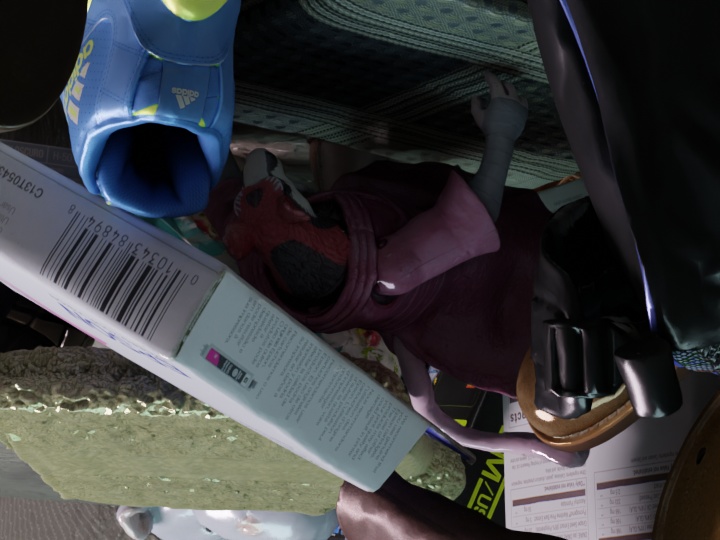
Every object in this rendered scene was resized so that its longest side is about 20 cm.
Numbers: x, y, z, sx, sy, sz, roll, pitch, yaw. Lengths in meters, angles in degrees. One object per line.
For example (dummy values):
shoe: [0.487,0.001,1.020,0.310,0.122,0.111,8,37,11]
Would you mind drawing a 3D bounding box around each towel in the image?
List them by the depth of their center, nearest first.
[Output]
towel: [0.038,-0.079,1.060,0.199,0.035,0.192,13,164,-31]
towel: [-0.064,0.067,1.186,0.199,0.037,0.148,0,159,16]

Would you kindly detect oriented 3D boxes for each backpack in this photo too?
backpack: [0.110,-0.061,0.735,0.153,0.201,0.190,-11,171,8]

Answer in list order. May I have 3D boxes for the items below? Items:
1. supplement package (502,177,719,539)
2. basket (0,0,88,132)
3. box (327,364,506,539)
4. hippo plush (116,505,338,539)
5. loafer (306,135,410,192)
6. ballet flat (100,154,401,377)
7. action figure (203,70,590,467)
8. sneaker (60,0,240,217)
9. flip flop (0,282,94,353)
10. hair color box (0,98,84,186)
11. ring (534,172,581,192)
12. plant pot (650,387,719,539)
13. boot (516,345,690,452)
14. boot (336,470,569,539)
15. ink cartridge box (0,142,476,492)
supplement package: [0.159,0.064,1.161,0.151,0.201,0.151,4,170,-27]
basket: [-0.192,-0.087,0.819,0.199,0.137,0.180,-4,162,23]
box: [0.042,0.071,1.353,0.047,0.194,0.200,29,168,-14]
hippo plush: [-0.075,0.054,1.350,0.199,0.162,0.159,9,175,33]
loafer: [0.017,-0.024,1.250,0.072,0.063,0.200,2,169,17]
ballet flat: [-0.056,-0.012,1.241,0.200,0.064,0.076,40,153,5]
action figure: [0.000,0.000,1.041,0.133,0.150,0.200,3,-179,29]
sneaker: [-0.086,-0.065,0.951,0.075,0.106,0.200,7,169,-13]
flip flop: [-0.170,0.013,1.198,0.058,0.081,0.200,43,-169,26]
hair color box: [-0.180,-0.053,1.176,0.099,0.061,0.200,7,169,-19]
ring: [0.151,-0.042,1.226,0.199,0.019,0.200,3,170,1]
plant pot: [0.212,0.114,1.003,0.199,0.187,0.186,26,164,-15]
boot: [0.103,-0.024,0.977,0.075,0.200,0.074,18,-155,-36]
boot: [0.085,0.155,1.066,0.166,0.072,0.200,30,160,39]
ink cartridge box: [-0.078,0.014,1.025,0.196,0.043,0.200,27,171,36]
